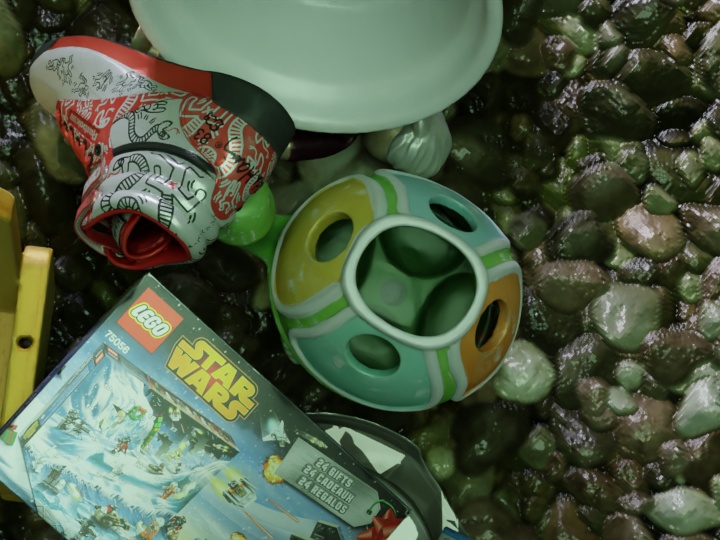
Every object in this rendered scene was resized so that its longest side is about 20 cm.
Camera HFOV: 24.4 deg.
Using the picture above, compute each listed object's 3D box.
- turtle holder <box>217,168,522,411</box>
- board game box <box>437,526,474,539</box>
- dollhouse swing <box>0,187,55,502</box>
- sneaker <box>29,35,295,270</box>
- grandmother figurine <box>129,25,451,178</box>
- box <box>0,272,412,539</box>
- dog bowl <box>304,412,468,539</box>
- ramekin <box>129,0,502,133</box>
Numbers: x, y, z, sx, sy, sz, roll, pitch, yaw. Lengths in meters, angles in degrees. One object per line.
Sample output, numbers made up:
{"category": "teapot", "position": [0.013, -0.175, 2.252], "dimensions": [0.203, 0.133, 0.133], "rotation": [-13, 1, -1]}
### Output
{"category": "turtle holder", "position": [0.011, -0.004, 0.959], "dimensions": [0.141, 0.132, 0.186], "rotation": [-36, 90, -7]}
{"category": "board game box", "position": [0.085, 0.276, 0.940], "dimensions": [0.200, 0.056, 0.196], "rotation": [34, 81, -29]}
{"category": "dollhouse swing", "position": [-0.277, 0.041, 0.903], "dimensions": [0.200, 0.176, 0.182], "rotation": [7, 84, -7]}
{"category": "sneaker", "position": [-0.140, -0.065, 0.925], "dimensions": [0.201, 0.067, 0.108], "rotation": [16, 64, 37]}
{"category": "grandmother figurine", "position": [-0.036, -0.113, 1.004], "dimensions": [0.200, 0.061, 0.121], "rotation": [25, 74, -6]}
{"category": "box", "position": [-0.090, 0.117, 0.914], "dimensions": [0.200, 0.040, 0.137], "rotation": [43, 82, -8]}
{"category": "dog bowl", "position": [-0.027, 0.184, 0.975], "dimensions": [0.200, 0.059, 0.200], "rotation": [0, 85, -6]}
{"category": "ramekin", "position": [-0.019, -0.175, 0.899], "dimensions": [0.200, 0.200, 0.098], "rotation": [13, 56, -5]}
